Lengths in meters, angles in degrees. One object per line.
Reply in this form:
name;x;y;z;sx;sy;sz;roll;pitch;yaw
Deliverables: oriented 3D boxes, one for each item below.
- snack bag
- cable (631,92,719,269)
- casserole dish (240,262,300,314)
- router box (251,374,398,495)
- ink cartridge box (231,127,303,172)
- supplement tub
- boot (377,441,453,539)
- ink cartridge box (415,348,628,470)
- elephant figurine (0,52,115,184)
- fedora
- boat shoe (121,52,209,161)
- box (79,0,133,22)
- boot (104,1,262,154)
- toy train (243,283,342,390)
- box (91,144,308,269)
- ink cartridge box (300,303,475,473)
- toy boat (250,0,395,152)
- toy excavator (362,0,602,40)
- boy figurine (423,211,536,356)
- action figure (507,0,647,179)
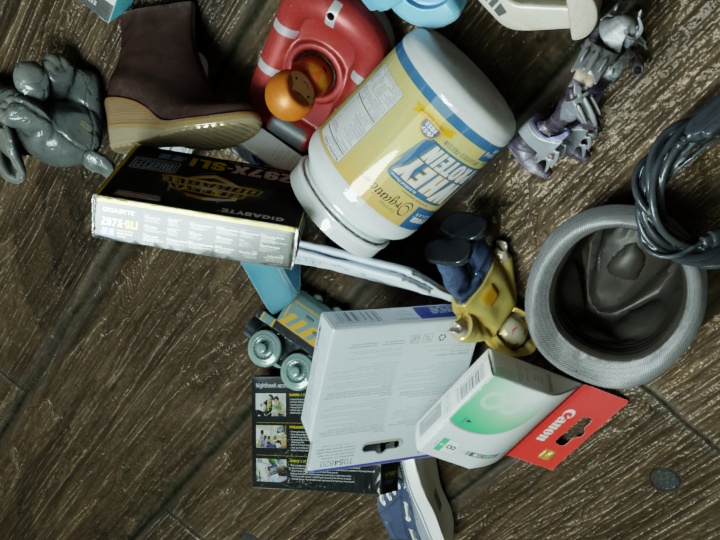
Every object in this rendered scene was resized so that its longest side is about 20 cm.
snack bag;0.000;0.000;1.192;0.187;0.200;0.022;14;86;22
cable;0.346;-0.080;0.989;0.200;0.051;0.163;-42;113;12
casserole dish;-0.111;-0.040;1.240;0.039;0.122;0.201;-14;135;11
router box;-0.049;0.210;1.388;0.199;0.051;0.150;-3;85;30
ink cartridge box;-0.061;-0.099;1.201;0.200;0.037;0.095;38;175;2
supplement tub;0.040;-0.123;1.059;0.145;0.145;0.200;44;112;-6
boot;0.057;0.290;1.418;0.090;0.073;0.201;-4;121;23
ink cartridge box;0.187;0.180;1.233;0.199;0.050;0.161;23;131;-18
elephant figurine;-0.407;-0.179;1.321;0.141;0.156;0.199;14;160;-39
fedora;0.267;0.012;1.101;0.176;0.090;0.201;19;121;12
boat shoe;-0.221;-0.167;1.254;0.074;0.065;0.201;47;116;30
box;-0.262;-0.373;1.140;0.082;0.049;0.200;36;131;1
boot;-0.191;-0.216;1.152;0.199;0.072;0.168;-2;76;25
toy train;-0.050;0.097;1.318;0.199;0.085;0.114;33;94;20
box;-0.152;-0.067;1.080;0.198;0.160;0.050;10;113;0
ink cartridge box;0.032;0.136;1.245;0.041;0.198;0.201;49;134;51
toy boat;-0.053;-0.198;1.097;0.130;0.131;0.201;32;132;4
toy excavator;0.101;-0.274;1.000;0.194;0.100;0.200;-23;122;39
boy figurine;0.135;0.032;1.169;0.064;0.125;0.200;12;145;42
action figure;0.214;-0.168;0.989;0.069;0.130;0.200;43;149;11
